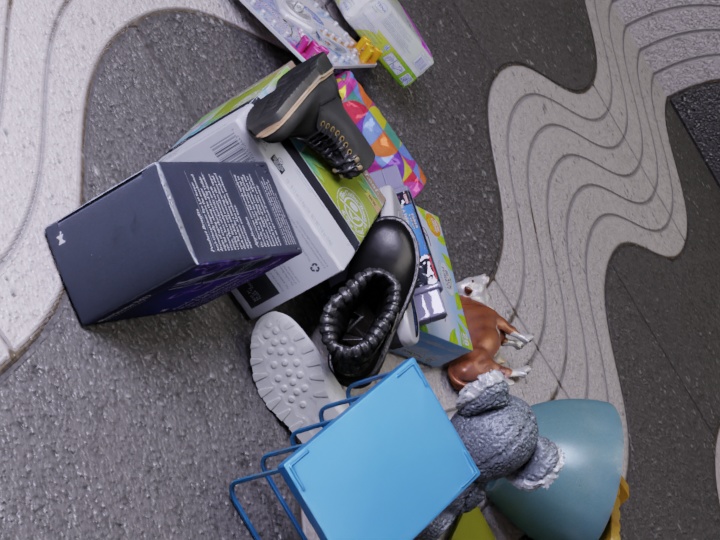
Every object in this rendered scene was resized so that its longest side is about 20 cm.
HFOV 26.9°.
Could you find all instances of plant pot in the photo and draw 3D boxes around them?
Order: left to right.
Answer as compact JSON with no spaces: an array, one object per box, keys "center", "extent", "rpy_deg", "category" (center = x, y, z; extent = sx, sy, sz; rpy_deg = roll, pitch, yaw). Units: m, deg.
[{"center":[0.232,0.249,1.911],"extent":[0.134,0.200,0.201],"rpy_deg":[15,43,-11],"category":"plant pot"}]

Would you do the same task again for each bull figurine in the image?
[{"center":[0.169,0.095,2.025],"extent":[0.121,0.065,0.200],"rpy_deg":[21,46,-7],"category":"bull figurine"}]

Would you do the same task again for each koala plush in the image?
[{"center":[0.119,0.205,1.700],"extent":[0.178,0.200,0.184],"rpy_deg":[55,28,-16],"category":"koala plush"}]

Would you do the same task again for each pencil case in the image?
[{"center":[0.004,-0.169,1.967],"extent":[0.200,0.088,0.088],"rpy_deg":[54,28,-20],"category":"pencil case"}]

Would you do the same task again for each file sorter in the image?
[{"center":[-0.009,0.204,1.485],"extent":[0.200,0.123,0.139],"rpy_deg":[-36,100,-39],"category":"file sorter"}]

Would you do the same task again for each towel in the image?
[{"center":[0.123,0.351,1.783],"extent":[0.086,0.018,0.200],"rpy_deg":[63,25,-12],"category":"towel"}]

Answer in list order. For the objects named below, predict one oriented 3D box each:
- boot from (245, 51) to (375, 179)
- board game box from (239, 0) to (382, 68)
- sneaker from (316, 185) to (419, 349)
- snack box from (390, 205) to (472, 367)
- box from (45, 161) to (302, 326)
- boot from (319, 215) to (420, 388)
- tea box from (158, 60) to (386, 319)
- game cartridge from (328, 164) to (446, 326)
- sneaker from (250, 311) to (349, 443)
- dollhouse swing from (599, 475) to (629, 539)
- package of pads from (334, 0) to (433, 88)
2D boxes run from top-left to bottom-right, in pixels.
[{"center":[-0.040,-0.141,1.580],"extent":[0.139,0.077,0.200],"rpy_deg":[59,28,-14],"category":"boot"},{"center":[-0.081,-0.338,1.952],"extent":[0.200,0.026,0.200],"rpy_deg":[46,23,13],"category":"board game box"},{"center":[0.000,0.000,1.750],"extent":[0.073,0.111,0.201],"rpy_deg":[52,29,-62],"category":"sneaker"},{"center":[0.054,0.008,1.912],"extent":[0.168,0.068,0.201],"rpy_deg":[24,48,-51],"category":"snack box"},{"center":[-0.176,-0.029,1.445],"extent":[0.200,0.148,0.105],"rpy_deg":[-10,75,-61],"category":"box"},{"center":[0.014,0.017,1.616],"extent":[0.158,0.079,0.212],"rpy_deg":[83,19,-69],"category":"boot"},{"center":[-0.097,-0.091,1.656],"extent":[0.200,0.133,0.197],"rpy_deg":[55,27,-14],"category":"tea box"},{"center":[0.018,-0.019,1.807],"extent":[0.038,0.129,0.201],"rpy_deg":[56,15,-71],"category":"game cartridge"},{"center":[-0.055,0.131,1.618],"extent":[0.201,0.076,0.081],"rpy_deg":[62,14,-11],"category":"sneaker"},{"center":[0.339,0.398,1.974],"extent":[0.175,0.182,0.200],"rpy_deg":[32,34,-13],"category":"dollhouse swing"},{"center":[0.019,-0.370,2.135],"extent":[0.155,0.068,0.200],"rpy_deg":[46,12,-36],"category":"package of pads"}]
